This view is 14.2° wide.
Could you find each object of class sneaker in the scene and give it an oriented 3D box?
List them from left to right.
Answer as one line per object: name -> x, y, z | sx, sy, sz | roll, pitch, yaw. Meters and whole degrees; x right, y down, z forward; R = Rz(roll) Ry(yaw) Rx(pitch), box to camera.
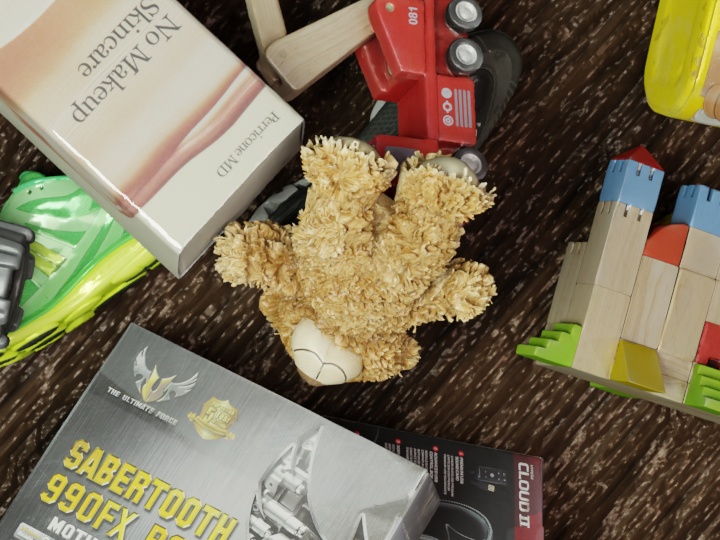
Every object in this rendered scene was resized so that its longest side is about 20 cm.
sneaker -> -0.174, -0.009, 1.591 | 0.200, 0.074, 0.084 | -34, 84, -5
sneaker -> 0.024, -0.056, 1.628 | 0.200, 0.090, 0.067 | -42, 112, -7

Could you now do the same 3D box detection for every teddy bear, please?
teddy bear -> 0.000, 0.000, 1.524 | 0.144, 0.200, 0.067 | 18, 52, -25

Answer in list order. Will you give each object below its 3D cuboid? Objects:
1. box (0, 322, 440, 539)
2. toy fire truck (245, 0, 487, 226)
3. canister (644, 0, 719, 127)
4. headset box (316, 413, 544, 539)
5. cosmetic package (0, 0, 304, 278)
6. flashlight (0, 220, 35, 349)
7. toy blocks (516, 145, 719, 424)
box -> -0.081, 0.139, 1.561 | 0.159, 0.199, 0.048 | -57, 157, -17
toy fire truck -> -0.006, -0.123, 1.575 | 0.140, 0.049, 0.201 | 7, 68, -19
canister -> 0.278, -0.140, 1.702 | 0.199, 0.087, 0.149 | 10, 98, -19
headset box -> 0.019, 0.172, 1.647 | 0.199, 0.077, 0.150 | 12, 62, -22
cosmetic package -> -0.134, -0.103, 1.524 | 0.200, 0.087, 0.103 | 41, 82, 3
flashlight -> -0.273, -0.013, 1.522 | 0.199, 0.068, 0.068 | 15, 89, 3
toy blocks -> 0.196, 0.012, 1.710 | 0.199, 0.100, 0.137 | 19, 84, -21
